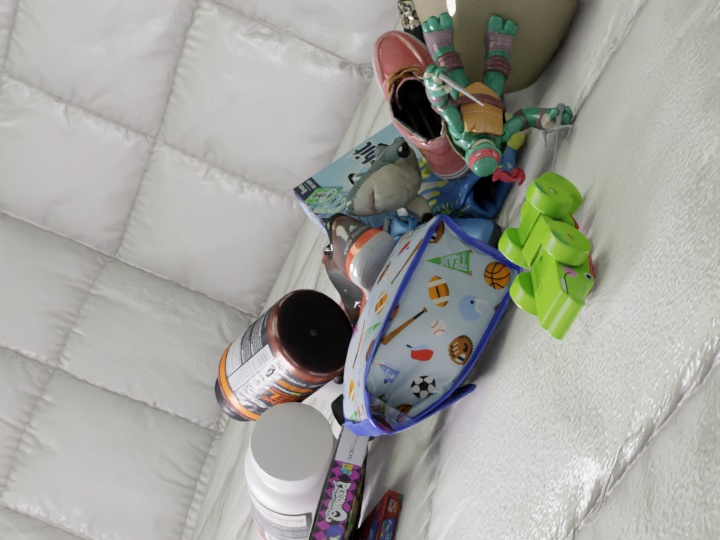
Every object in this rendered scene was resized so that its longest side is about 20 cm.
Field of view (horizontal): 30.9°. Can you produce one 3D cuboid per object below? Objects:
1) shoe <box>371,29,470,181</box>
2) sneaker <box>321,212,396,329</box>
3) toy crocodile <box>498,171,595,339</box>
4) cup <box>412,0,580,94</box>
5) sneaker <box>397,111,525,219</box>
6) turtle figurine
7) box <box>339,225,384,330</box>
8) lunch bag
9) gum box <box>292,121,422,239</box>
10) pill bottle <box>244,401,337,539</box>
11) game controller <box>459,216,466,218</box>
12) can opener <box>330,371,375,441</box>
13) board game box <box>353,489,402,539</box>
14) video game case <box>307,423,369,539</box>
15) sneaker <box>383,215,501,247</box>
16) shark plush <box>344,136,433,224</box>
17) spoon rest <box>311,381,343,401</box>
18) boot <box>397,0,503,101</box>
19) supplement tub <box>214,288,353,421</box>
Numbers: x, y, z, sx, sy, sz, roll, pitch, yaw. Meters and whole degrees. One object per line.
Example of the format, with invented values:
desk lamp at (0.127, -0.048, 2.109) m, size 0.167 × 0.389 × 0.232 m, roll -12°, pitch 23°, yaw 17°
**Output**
shoe at (0.057, -0.192, 1.374) m, size 0.202 × 0.071 × 0.091 m, roll 65°, pitch -171°, yaw 27°
sneaker at (0.000, 0.000, 1.399) m, size 0.077 × 0.082 × 0.201 m, roll -41°, pitch -26°, yaw -21°
toy crocodile at (0.154, -0.015, 1.029) m, size 0.201 × 0.061 × 0.068 m, roll -91°, pitch 25°, yaw -60°
cup at (0.148, -0.279, 1.412) m, size 0.202 × 0.197 × 0.145 m, roll -78°, pitch -13°, yaw -54°
sneaker at (0.102, -0.088, 1.429) m, size 0.200 × 0.075 × 0.106 m, roll -45°, pitch 27°, yaw 42°
turtle figurine at (0.117, -0.162, 1.259) m, size 0.101 × 0.148 × 0.202 m, roll -54°, pitch 32°, yaw 43°
box at (0.039, 0.000, 1.608) m, size 0.095 × 0.101 × 0.202 m, roll 120°, pitch 168°, yaw -45°
lunch bag at (0.054, 0.068, 1.238) m, size 0.202 × 0.123 × 0.170 m, roll -60°, pitch 4°, yaw -11°
gum box at (0.027, -0.116, 1.591) m, size 0.198 × 0.045 × 0.170 m, roll -33°, pitch 25°, yaw -5°
pill bottle at (-0.074, 0.239, 1.498) m, size 0.201 × 0.114 × 0.117 m, roll 91°, pitch -166°, yaw -57°
game controller at (0.086, -0.040, 1.527) m, size 0.103 × 0.042 × 0.202 m, roll -18°, pitch 39°, yaw 33°
can opener at (-0.040, 0.121, 1.548) m, size 0.067 × 0.200 × 0.054 m, roll -40°, pitch -27°, yaw -18°
board game box at (-0.002, 0.328, 1.293) m, size 0.103 × 0.019 × 0.202 m, roll 119°, pitch 170°, yaw -49°
video game case at (-0.030, 0.287, 1.353) m, size 0.201 × 0.035 × 0.183 m, roll 95°, pitch -171°, yaw -54°
sneaker at (0.069, -0.027, 1.408) m, size 0.199 × 0.078 × 0.067 m, roll -15°, pitch 42°, yaw 55°
shark plush at (0.020, -0.115, 1.418) m, size 0.201 × 0.082 × 0.092 m, roll -97°, pitch -13°, yaw -57°
spoon rest at (-0.039, 0.145, 1.611) m, size 0.199 × 0.061 × 0.100 m, roll -28°, pitch -28°, yaw -35°
boot at (0.109, -0.259, 1.548) m, size 0.203 × 0.072 × 0.156 m, roll -35°, pitch -63°, yaw -58°
supplement tub at (-0.095, 0.106, 1.481) m, size 0.200 × 0.106 × 0.108 m, roll -41°, pitch 26°, yaw 50°
